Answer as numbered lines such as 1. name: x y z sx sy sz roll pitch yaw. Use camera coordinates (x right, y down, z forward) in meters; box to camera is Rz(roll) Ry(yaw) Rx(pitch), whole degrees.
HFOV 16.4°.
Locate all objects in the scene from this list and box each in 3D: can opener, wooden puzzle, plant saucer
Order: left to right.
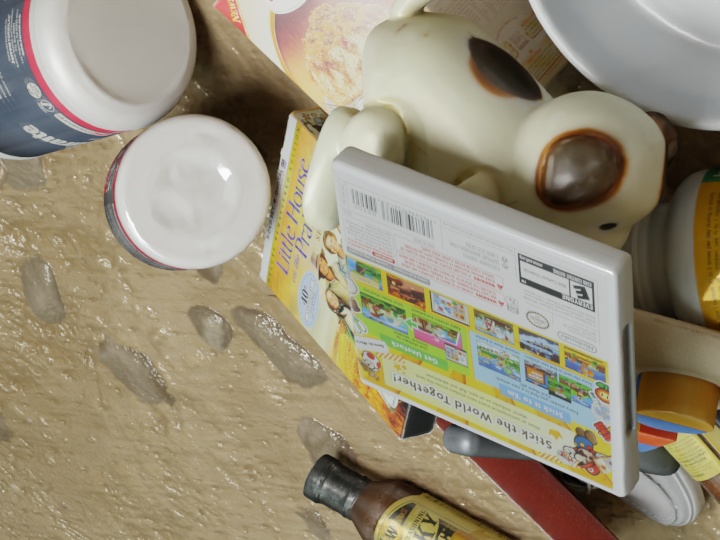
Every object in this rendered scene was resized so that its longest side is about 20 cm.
1. plant saucer: 0.123 0.156 1.870 0.200 0.037 0.200 44 180 -5
2. can opener: 0.144 0.110 1.750 0.066 0.200 0.053 10 92 51
3. wooden puzzle: 0.146 0.073 1.585 0.185 0.046 0.200 15 160 -14

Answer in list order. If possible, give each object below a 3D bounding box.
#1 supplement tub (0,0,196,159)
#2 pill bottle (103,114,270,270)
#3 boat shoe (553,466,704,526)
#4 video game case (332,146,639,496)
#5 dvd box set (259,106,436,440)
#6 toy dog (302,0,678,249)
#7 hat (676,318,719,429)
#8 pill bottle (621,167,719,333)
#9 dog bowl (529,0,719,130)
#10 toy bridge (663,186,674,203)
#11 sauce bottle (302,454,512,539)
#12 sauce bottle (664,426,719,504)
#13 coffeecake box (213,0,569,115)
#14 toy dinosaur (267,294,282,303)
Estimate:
1. supplement tub: -0.229 -0.158 1.842 0.200 0.140 0.140 -11 120 48
2. pill bottle: -0.132 -0.055 1.841 0.111 0.111 0.200 45 173 -6
3. boat shoe: 0.165 0.127 1.844 0.200 0.069 0.072 45 144 -6
4. video game case: 0.075 0.030 1.485 0.200 0.023 0.182 22 139 30
5. dvd box set: 0.000 0.000 1.724 0.200 0.029 0.146 48 138 40
6. toy dog: 0.096 -0.076 1.531 0.200 0.140 0.194 22 105 31
7. hat: 0.279 0.071 1.641 0.201 0.081 0.201 15 136 14
8. pill bottle: 0.255 -0.010 1.542 0.200 0.113 0.113 -4 127 25
9. dog bowl: 0.196 -0.185 1.477 0.200 0.079 0.200 24 141 21
10. toy bridge: 0.171 -0.043 1.694 0.200 0.027 0.067 27 140 19
11. sauce bottle: 0.045 0.214 2.050 0.200 0.065 0.065 26 142 19
12. sauce bottle: 0.253 0.123 1.762 0.200 0.066 0.066 49 144 -10
13. coffeecake box: 0.021 -0.163 1.665 0.200 0.073 0.154 43 145 -3
14. toy dinosaur: 0.019 0.004 1.799 0.060 0.106 0.200 32 120 -26
